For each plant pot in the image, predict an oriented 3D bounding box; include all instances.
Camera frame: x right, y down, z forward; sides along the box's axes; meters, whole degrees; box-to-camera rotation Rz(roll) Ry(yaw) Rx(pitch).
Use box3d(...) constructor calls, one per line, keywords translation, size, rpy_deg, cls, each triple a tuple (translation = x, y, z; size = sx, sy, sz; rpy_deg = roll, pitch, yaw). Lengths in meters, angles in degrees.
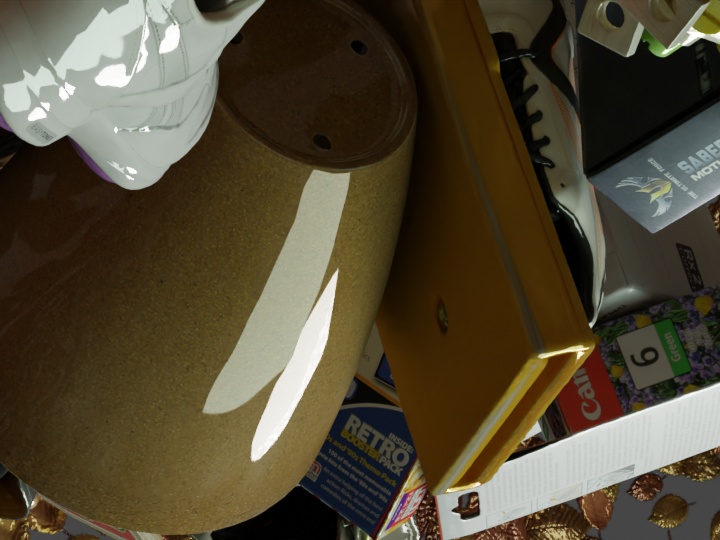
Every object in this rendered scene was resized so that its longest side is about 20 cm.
box3d(translation=(-0.059, -0.021, 1.087), size=(0.186, 0.187, 0.200), rpy_deg=(-26, 162, -38), cls="plant pot")

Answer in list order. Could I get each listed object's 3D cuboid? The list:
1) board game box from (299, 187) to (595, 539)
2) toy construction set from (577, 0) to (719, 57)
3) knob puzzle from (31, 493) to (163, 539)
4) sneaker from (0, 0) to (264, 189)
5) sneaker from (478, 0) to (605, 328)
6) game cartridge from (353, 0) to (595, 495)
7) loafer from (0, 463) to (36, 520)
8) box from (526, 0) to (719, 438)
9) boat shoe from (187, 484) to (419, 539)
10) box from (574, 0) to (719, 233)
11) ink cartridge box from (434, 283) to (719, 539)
box3d(translation=(0.000, 0.000, 1.248), size=(0.201, 0.151, 0.046), rpy_deg=(-61, 163, 21), cls="board game box")
box3d(translation=(0.097, -0.125, 0.964), size=(0.092, 0.132, 0.200), rpy_deg=(-30, 177, 22), cls="toy construction set")
box3d(translation=(-0.189, 0.091, 1.373), size=(0.031, 0.219, 0.220), rpy_deg=(-55, -175, -16), cls="knob puzzle")
box3d(translation=(-0.061, -0.077, 0.843), size=(0.099, 0.075, 0.200), rpy_deg=(-28, 177, 8), cls="sneaker")
box3d(translation=(0.066, -0.060, 1.131), size=(0.073, 0.201, 0.080), rpy_deg=(-17, -171, 1), cls="sneaker")
box3d(translation=(0.032, -0.028, 1.101), size=(0.032, 0.201, 0.176), rpy_deg=(-10, 161, -16), cls="game cartridge")
box3d(translation=(-0.172, 0.082, 1.221), size=(0.200, 0.073, 0.073), rpy_deg=(-29, 180, -39), cls="loafer")
box3d(translation=(0.055, -0.027, 1.346), size=(0.199, 0.200, 0.130), rpy_deg=(-30, 157, 27), cls="box")
box3d(translation=(-0.032, 0.123, 1.335), size=(0.072, 0.060, 0.201), rpy_deg=(-51, 143, 13), cls="boat shoe")
box3d(translation=(0.164, -0.133, 1.134), size=(0.157, 0.051, 0.201), rpy_deg=(-32, -143, 32), cls="box")
box3d(translation=(0.122, 0.062, 1.276), size=(0.199, 0.051, 0.109), rpy_deg=(-19, 159, -3), cls="ink cartridge box")
